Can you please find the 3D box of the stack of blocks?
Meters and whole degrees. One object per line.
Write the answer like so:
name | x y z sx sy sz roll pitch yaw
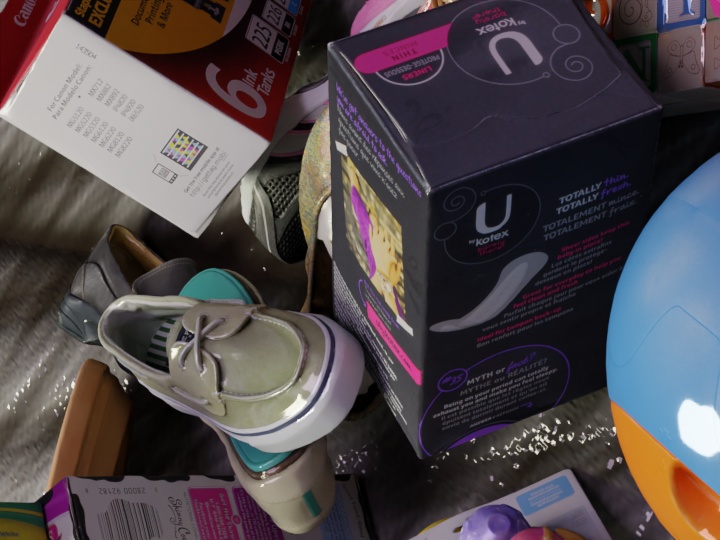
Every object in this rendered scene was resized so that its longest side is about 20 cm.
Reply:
stack of blocks | 0.133 -0.135 1.084 0.199 0.058 0.116 -5 83 49

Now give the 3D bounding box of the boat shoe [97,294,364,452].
boat shoe | -0.073 0.049 1.143 0.199 0.062 0.073 0 66 55

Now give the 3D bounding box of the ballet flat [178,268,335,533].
ballet flat | -0.057 0.074 1.225 0.070 0.069 0.200 -63 28 23

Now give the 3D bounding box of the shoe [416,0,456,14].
shoe | 0.054 -0.144 1.062 0.200 0.091 0.072 -47 53 36

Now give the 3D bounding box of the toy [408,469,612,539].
toy | 0.071 0.152 1.037 0.200 0.114 0.047 -116 3 -60

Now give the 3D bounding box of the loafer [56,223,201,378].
loafer | -0.120 0.027 1.355 0.199 0.072 0.073 23 99 47

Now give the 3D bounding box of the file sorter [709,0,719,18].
file sorter | 0.236 -0.177 0.846 0.200 0.126 0.139 -41 45 -10

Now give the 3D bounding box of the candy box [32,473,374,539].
candy box | -0.108 0.166 1.225 0.136 0.199 0.061 -39 60 42

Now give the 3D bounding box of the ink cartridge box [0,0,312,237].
ink cartridge box | -0.126 -0.144 1.237 0.084 0.175 0.201 -49 18 34

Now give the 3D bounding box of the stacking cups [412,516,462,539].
stacking cups | 0.096 0.203 1.098 0.200 0.060 0.061 40 116 41

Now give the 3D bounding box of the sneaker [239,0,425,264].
sneaker | 0.007 -0.071 1.212 0.200 0.080 0.087 -55 52 32

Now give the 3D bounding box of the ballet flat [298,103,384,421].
ballet flat | 0.000 0.000 1.179 0.071 0.070 0.201 50 146 40

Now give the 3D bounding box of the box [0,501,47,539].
box | -0.270 0.154 1.110 0.117 0.199 0.049 -33 63 43

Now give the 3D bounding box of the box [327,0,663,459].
box | 0.059 -0.024 1.050 0.201 0.121 0.106 91 153 -50

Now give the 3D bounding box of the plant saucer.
plant saucer | -0.173 0.156 1.359 0.200 0.037 0.202 -169 90 -88

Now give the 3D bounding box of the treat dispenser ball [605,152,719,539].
treat dispenser ball | 0.198 0.037 0.884 0.200 0.200 0.203 -7 81 48
